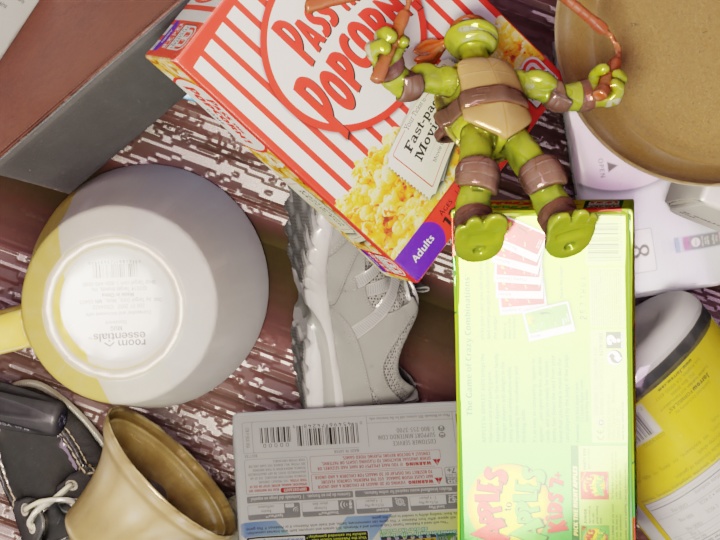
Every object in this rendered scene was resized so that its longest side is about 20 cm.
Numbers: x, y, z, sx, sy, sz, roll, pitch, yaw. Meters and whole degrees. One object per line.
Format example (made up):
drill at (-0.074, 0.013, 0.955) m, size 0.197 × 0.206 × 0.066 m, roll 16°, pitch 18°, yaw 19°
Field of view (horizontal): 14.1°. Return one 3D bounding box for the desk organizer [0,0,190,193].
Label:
desk organizer at (-0.142, -0.136, 1.710) m, size 0.200 × 0.072 × 0.077 m, roll -37°, pitch 59°, yaw 29°

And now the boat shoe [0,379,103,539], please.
boat shoe at (-0.177, 0.163, 1.784) m, size 0.074 × 0.060 × 0.201 m, roll -21°, pitch 91°, yaw 9°

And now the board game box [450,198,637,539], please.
board game box at (0.105, 0.062, 1.640) m, size 0.101 × 0.048 × 0.201 m, roll 0°, pitch 98°, yaw 7°

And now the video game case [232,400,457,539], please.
video game case at (0.029, 0.157, 1.697) m, size 0.199 × 0.022 × 0.183 m, roll -3°, pitch 52°, yaw -4°

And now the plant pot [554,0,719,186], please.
plant pot at (0.208, -0.143, 1.652) m, size 0.199 × 0.027 × 0.201 m, roll -5°, pitch 78°, yaw 22°

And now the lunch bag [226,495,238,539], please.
lunch bag at (-0.001, 0.210, 1.745) m, size 0.163 × 0.118 × 0.201 m, roll -16°, pitch 65°, yaw 1°

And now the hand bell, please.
hand bell at (-0.177, 0.186, 1.724) m, size 0.104 × 0.104 × 0.200 m, roll 45°, pitch 102°, yaw 0°

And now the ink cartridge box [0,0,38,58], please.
ink cartridge box at (-0.228, -0.239, 1.717) m, size 0.146 × 0.084 × 0.200 m, roll 38°, pitch 96°, yaw 39°

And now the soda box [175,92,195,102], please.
soda box at (-0.007, -0.108, 1.752) m, size 0.199 × 0.068 × 0.064 m, roll 16°, pitch 94°, yaw 2°

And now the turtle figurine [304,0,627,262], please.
turtle figurine at (0.063, -0.083, 1.596) m, size 0.199 × 0.064 × 0.162 m, roll 6°, pitch 55°, yaw -28°

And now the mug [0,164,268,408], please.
mug at (-0.147, 0.029, 1.728) m, size 0.149 × 0.153 × 0.187 m, roll 43°, pitch 96°, yaw -1°

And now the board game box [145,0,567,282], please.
board game box at (0.000, -0.114, 1.643) m, size 0.200 × 0.046 × 0.152 m, roll 41°, pitch 78°, yaw -25°

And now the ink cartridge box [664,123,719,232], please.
ink cartridge box at (0.283, -0.106, 1.706) m, size 0.145 × 0.084 × 0.201 m, roll 20°, pitch 87°, yaw -8°

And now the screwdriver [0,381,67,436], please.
screwdriver at (-0.271, 0.069, 1.785) m, size 0.199 × 0.029 × 0.028 m, roll 13°, pitch 90°, yaw 20°

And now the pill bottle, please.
pill bottle at (0.210, 0.119, 1.728) m, size 0.112 × 0.112 × 0.200 m, roll -38°, pitch 100°, yaw 5°

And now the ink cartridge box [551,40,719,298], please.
ink cartridge box at (0.225, -0.076, 1.752) m, size 0.199 × 0.057 × 0.163 m, roll -9°, pitch 93°, yaw 9°

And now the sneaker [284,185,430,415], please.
sneaker at (0.000, 0.000, 1.745) m, size 0.082 × 0.075 × 0.201 m, roll -6°, pitch 124°, yaw -10°
